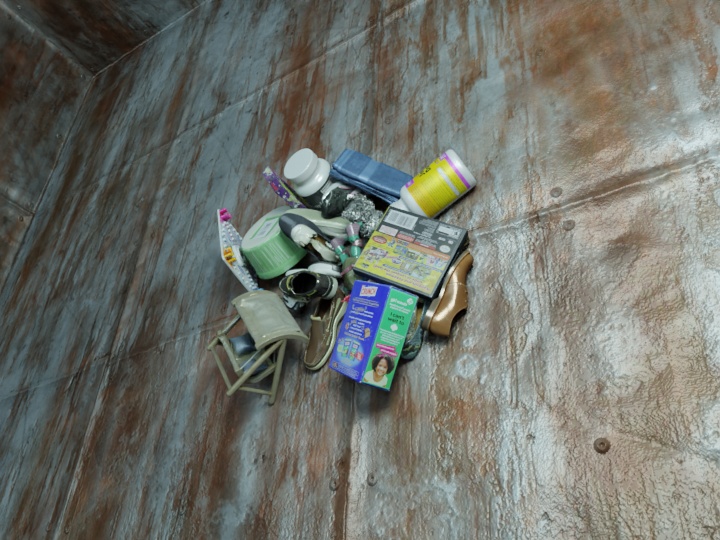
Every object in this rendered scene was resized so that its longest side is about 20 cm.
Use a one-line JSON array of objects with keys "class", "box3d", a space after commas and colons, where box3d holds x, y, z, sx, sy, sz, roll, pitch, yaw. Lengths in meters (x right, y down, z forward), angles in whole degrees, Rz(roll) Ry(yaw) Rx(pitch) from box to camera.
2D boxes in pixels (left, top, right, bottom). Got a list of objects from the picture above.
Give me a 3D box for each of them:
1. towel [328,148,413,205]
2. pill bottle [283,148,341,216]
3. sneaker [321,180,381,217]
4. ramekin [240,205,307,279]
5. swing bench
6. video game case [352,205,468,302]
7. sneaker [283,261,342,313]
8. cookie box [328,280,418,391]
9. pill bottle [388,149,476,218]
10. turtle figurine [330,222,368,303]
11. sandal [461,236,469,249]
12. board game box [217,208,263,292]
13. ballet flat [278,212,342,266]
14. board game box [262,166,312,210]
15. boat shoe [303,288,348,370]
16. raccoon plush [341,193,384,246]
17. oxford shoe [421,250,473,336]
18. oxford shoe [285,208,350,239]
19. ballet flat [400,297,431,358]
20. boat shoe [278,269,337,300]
[{"class": "towel", "box3d": [0.029, -0.234, 1.641, 0.199, 0.049, 0.112, 25, 44, 9]}, {"class": "pill bottle", "box3d": [-0.102, -0.219, 1.716, 0.116, 0.200, 0.117, -23, 47, 27]}, {"class": "sneaker", "box3d": [-0.008, -0.186, 1.660, 0.199, 0.081, 0.086, -31, 46, -26]}, {"class": "ramekin", "box3d": [-0.224, -0.081, 1.754, 0.199, 0.098, 0.201, -30, 28, 18]}, {"class": "swing bench", "box3d": [-0.249, 0.172, 1.568, 0.201, 0.129, 0.199, -61, 38, 14]}, {"class": "video game case", "box3d": [0.108, -0.041, 1.435, 0.199, 0.026, 0.182, 20, 66, 26]}, {"class": "sneaker", "box3d": [-0.120, 0.050, 1.641, 0.200, 0.075, 0.116, -13, 61, 43]}, {"class": "cookie box", "box3d": [0.024, 0.131, 1.375, 0.171, 0.075, 0.202, 9, 80, 64]}, {"class": "pill bottle", "box3d": [0.164, -0.182, 1.532, 0.200, 0.104, 0.105, -38, 43, 12]}, {"class": "turtle figurine", "box3d": [0.000, 0.000, 1.509, 0.149, 0.100, 0.201, -30, 69, 24]}, {"class": "sandal", "box3d": [0.148, -0.037, 1.470, 0.199, 0.055, 0.082, -28, 55, 2]}, {"class": "board game box", "box3d": [-0.321, -0.043, 1.778, 0.026, 0.200, 0.201, -24, 46, 7]}, {"class": "ballet flat", "box3d": [-0.115, -0.071, 1.617, 0.073, 0.199, 0.073, -46, 19, 21]}, {"class": "board game box", "box3d": [-0.172, -0.186, 1.751, 0.032, 0.200, 0.120, -41, 41, 10]}, {"class": "boat shoe", "box3d": [-0.095, 0.130, 1.544, 0.074, 0.075, 0.204, 0, 60, 40]}, {"class": "raccoon plush", "box3d": [0.050, -0.111, 1.553, 0.199, 0.134, 0.097, 16, 70, 46]}, {"class": "oxford shoe", "box3d": [0.200, 0.051, 1.374, 0.071, 0.071, 0.201, 23, 71, 16]}, {"class": "oxford shoe", "box3d": [-0.097, -0.114, 1.672, 0.075, 0.198, 0.058, -76, -1, -62]}, {"class": "ballet flat", "box3d": [0.112, 0.088, 1.405, 0.074, 0.074, 0.201, -9, 55, 36]}, {"class": "boat shoe", "box3d": [-0.139, 0.031, 1.564, 0.200, 0.060, 0.072, -1, 73, 48]}]
